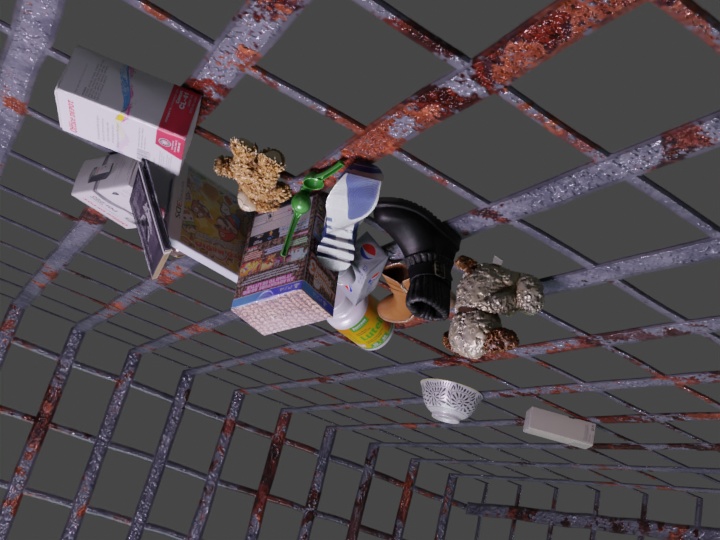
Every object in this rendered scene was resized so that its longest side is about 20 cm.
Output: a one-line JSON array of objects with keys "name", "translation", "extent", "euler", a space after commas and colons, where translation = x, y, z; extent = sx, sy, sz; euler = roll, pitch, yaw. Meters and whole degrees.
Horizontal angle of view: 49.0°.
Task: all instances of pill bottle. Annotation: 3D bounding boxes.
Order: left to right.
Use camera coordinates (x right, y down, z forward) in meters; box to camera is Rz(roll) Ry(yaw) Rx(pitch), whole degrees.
[{"name": "pill bottle", "translation": [-0.013, 0.093, 1.779], "extent": [0.109, 0.113, 0.200], "euler": [1, 155, 35]}]

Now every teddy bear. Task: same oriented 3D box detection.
[{"name": "teddy bear", "translation": [-0.180, -0.154, 1.336], "extent": [0.143, 0.068, 0.199], "euler": [26, 157, -17]}]

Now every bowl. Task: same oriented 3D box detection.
[{"name": "bowl", "translation": [0.267, 0.406, 2.394], "extent": [0.196, 0.096, 0.201], "euler": [15, 159, 6]}]

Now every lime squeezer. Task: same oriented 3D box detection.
[{"name": "lime squeezer", "translation": [-0.084, -0.117, 1.320], "extent": [0.037, 0.071, 0.201], "euler": [10, 127, -42]}]

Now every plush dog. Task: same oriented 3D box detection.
[{"name": "plush dog", "translation": [0.224, 0.080, 1.475], "extent": [0.159, 0.175, 0.198], "euler": [28, 158, -29]}]

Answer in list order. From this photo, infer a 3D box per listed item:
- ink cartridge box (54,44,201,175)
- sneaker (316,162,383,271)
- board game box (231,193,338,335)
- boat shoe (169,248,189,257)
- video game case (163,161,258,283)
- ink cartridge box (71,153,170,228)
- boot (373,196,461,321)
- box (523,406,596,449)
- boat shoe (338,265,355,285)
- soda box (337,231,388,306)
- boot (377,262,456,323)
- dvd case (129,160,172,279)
[{"name": "ink cartridge box", "translation": [-0.355, -0.242, 1.217], "extent": [0.197, 0.087, 0.148], "euler": [22, 160, -12]}, {"name": "sneaker", "translation": [-0.023, -0.110, 1.318], "extent": [0.079, 0.116, 0.201], "euler": [16, 130, -8]}, {"name": "board game box", "translation": [-0.124, -0.010, 1.399], "extent": [0.157, 0.203, 0.097], "euler": [-15, 141, 30]}, {"name": "boat shoe", "translation": [-0.304, -0.079, 1.484], "extent": [0.058, 0.201, 0.073], "euler": [-11, 111, 15]}, {"name": "video game case", "translation": [-0.266, -0.085, 1.427], "extent": [0.023, 0.185, 0.199], "euler": [-29, 136, 31]}, {"name": "ink cartridge box", "translation": [-0.433, -0.153, 1.510], "extent": [0.197, 0.086, 0.145], "euler": [0, 154, 41]}, {"name": "boot", "translation": [0.089, -0.018, 1.346], "extent": [0.209, 0.161, 0.079], "euler": [28, 156, -31]}, {"name": "box", "translation": [0.590, 0.467, 2.341], "extent": [0.196, 0.070, 0.082], "euler": [16, 160, 2]}, {"name": "boat shoe", "translation": [-0.080, -0.028, 1.509], "extent": [0.198, 0.072, 0.069], "euler": [23, 159, 40]}, {"name": "soda box", "translation": [0.000, 0.000, 1.567], "extent": [0.068, 0.063, 0.200], "euler": [47, 162, 10]}, {"name": "boot", "translation": [0.084, 0.040, 1.631], "extent": [0.197, 0.075, 0.154], "euler": [-15, 146, 34]}, {"name": "dvd case", "translation": [-0.356, -0.080, 1.333], "extent": [0.016, 0.152, 0.200], "euler": [-15, 172, -23]}]
